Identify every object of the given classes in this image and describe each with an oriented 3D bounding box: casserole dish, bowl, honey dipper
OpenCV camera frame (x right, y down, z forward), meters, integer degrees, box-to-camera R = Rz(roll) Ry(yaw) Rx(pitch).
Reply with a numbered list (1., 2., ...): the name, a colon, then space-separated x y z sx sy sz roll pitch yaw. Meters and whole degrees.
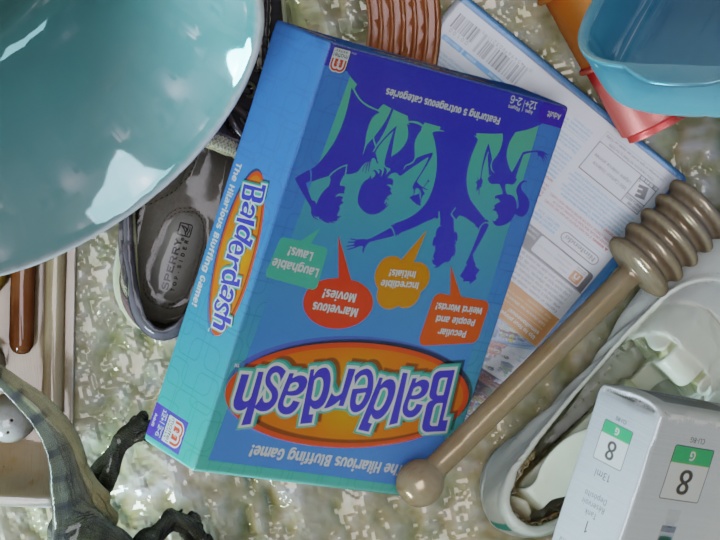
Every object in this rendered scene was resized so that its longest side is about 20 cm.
1. casserole dish: 0.174 -0.125 1.141 0.121 0.200 0.039 4 130 26
2. bowl: -0.152 -0.099 1.052 0.201 0.201 0.105 -40 64 6
3. honey dipper: 0.091 0.037 1.189 0.200 0.038 0.038 -43 95 -9

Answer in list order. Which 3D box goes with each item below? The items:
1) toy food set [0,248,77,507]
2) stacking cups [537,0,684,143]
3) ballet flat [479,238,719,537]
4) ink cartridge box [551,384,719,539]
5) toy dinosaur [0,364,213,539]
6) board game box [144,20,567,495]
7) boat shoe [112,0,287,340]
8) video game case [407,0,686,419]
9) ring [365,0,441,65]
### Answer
1. toy food set: -0.211 0.012 1.218 0.143 0.060 0.200 2 97 0
2. stacking cups: 0.099 -0.157 1.192 0.060 0.061 0.200 -30 98 5
3. ballet flat: 0.137 0.058 1.216 0.069 0.069 0.200 44 96 -5
4. ink cartridge box: 0.152 0.161 1.196 0.161 0.050 0.200 11 98 -40
5. toy dinosaur: -0.122 0.119 1.221 0.088 0.047 0.200 -27 124 -32
6. board game box: 0.000 0.000 1.161 0.152 0.045 0.200 10 101 -41
7. boat shoe: -0.072 -0.063 1.149 0.072 0.065 0.200 11 98 -10
8. video game case: 0.040 -0.012 1.232 0.143 0.018 0.200 39 96 -5
9. ring: -0.060 -0.114 1.186 0.200 0.019 0.200 -1 100 -7
